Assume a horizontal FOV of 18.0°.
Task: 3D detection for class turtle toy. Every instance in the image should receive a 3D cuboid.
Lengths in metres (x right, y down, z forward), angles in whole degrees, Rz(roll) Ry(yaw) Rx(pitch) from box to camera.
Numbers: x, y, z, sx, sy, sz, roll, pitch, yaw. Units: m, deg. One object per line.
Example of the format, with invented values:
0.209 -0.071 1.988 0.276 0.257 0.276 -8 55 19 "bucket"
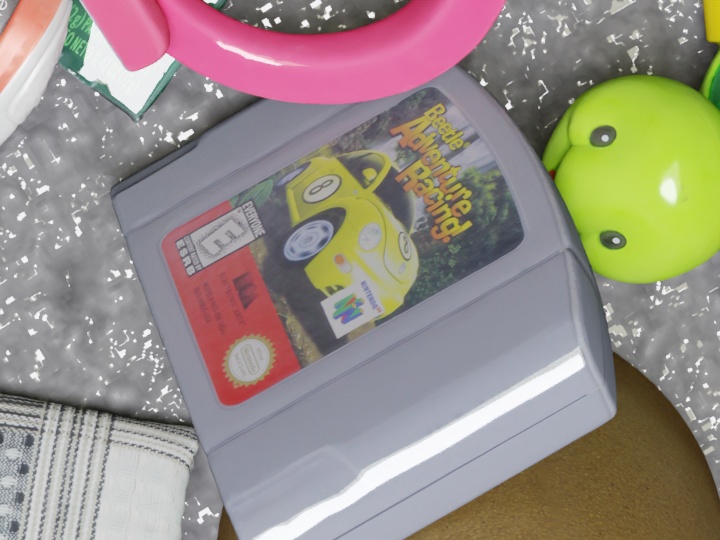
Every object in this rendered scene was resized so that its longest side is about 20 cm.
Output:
0.158 -0.038 0.759 0.200 0.101 0.146 -7 97 -1 "turtle toy"

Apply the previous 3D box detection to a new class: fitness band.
-0.032 -0.132 0.692 0.143 0.037 0.200 -19 128 14 "fitness band"

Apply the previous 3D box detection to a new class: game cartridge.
0.000 0.000 0.719 0.133 0.200 0.041 -27 129 -1 "game cartridge"

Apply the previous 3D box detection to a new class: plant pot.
0.042 0.117 0.727 0.186 0.200 0.187 0 96 -1 "plant pot"

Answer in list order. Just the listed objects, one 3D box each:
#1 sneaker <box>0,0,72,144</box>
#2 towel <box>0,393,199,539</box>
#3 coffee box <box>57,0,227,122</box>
-0.179 -0.040 0.742 0.082 0.077 0.200 31 111 -27 "sneaker"
-0.160 0.125 0.754 0.192 0.035 0.200 10 61 -2 "towel"
-0.065 -0.166 0.767 0.123 0.044 0.200 37 95 -5 "coffee box"
